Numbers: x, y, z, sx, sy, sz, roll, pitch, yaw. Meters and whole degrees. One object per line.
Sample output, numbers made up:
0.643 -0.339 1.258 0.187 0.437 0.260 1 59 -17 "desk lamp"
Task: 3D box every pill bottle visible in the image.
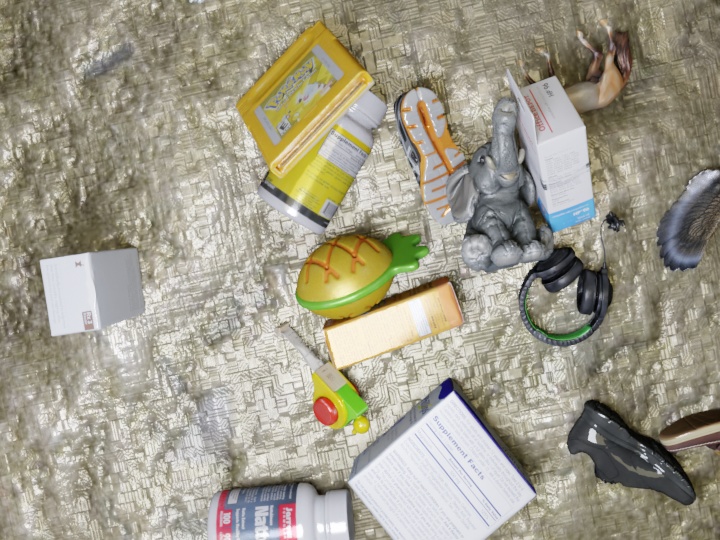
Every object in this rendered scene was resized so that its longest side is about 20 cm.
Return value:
-0.050 -0.165 1.144 0.113 0.114 0.202 31 94 1 "pill bottle"
-0.110 0.368 1.172 0.195 0.120 0.123 -7 92 3 "pill bottle"

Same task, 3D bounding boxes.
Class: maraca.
0.000 0.000 1.144 0.196 0.138 0.109 -23 120 -2 "maraca"

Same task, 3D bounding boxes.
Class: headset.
0.306 0.009 1.164 0.122 0.094 0.202 31 109 -2 "headset"

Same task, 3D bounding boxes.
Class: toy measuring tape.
-0.061 0.166 1.194 0.200 0.073 0.074 44 95 17 "toy measuring tape"

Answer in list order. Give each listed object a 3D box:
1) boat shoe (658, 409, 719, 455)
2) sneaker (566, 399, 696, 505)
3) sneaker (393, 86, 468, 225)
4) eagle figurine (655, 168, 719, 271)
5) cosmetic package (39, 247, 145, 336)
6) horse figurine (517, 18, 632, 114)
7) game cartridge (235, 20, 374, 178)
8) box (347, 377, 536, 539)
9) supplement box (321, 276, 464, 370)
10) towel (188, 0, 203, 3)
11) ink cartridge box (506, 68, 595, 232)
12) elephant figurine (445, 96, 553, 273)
0.523 0.234 1.152 0.196 0.072 0.074 -15 91 -2 "boat shoe"
0.383 0.273 1.168 0.198 0.076 0.092 37 104 8 "sneaker"
0.099 -0.162 1.159 0.077 0.077 0.204 -22 110 -14 "sneaker"
0.515 -0.082 1.124 0.152 0.148 0.203 47 133 39 "eagle figurine"
-0.363 0.024 1.129 0.072 0.200 0.104 -8 92 4 "cosmetic package"
0.305 -0.263 1.146 0.197 0.050 0.135 -26 103 -2 "horse figurine"
-0.083 -0.239 1.110 0.176 0.201 0.032 -44 131 9 "game cartridge"
0.113 0.293 1.161 0.199 0.105 0.185 -40 90 5 "box"
0.045 0.075 1.172 0.196 0.067 0.070 -22 96 4 "supplement box"
-0.228 -0.508 1.185 0.147 0.031 0.203 -29 89 2 "towel"
0.251 -0.166 1.073 0.067 0.117 0.202 -19 136 5 "ink cartridge box"
0.184 -0.107 1.102 0.153 0.140 0.205 -14 84 37 "elephant figurine"
